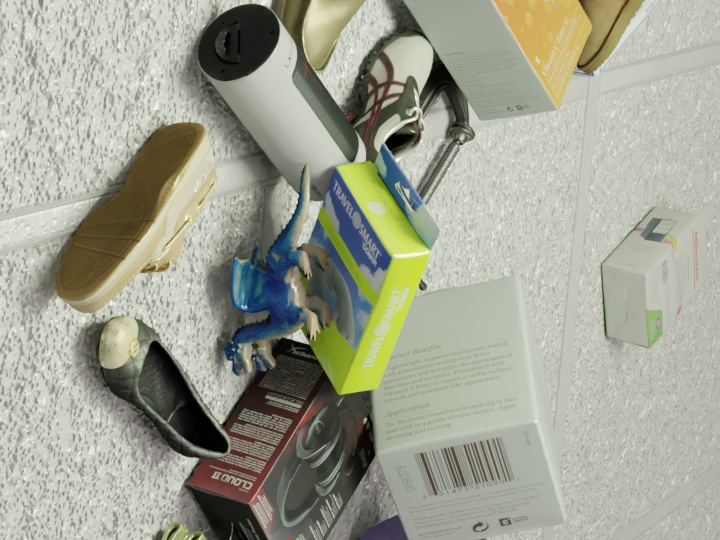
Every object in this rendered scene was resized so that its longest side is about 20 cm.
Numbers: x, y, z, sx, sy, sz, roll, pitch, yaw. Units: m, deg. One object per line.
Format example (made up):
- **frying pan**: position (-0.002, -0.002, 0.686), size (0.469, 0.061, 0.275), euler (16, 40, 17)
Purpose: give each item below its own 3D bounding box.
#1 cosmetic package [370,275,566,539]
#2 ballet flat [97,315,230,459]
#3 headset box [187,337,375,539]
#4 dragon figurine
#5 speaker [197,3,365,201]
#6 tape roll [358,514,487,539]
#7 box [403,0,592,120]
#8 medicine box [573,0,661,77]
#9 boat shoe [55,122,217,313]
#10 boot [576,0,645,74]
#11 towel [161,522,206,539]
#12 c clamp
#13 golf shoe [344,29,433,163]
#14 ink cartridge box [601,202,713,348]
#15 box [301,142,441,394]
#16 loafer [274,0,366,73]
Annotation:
- **cosmetic package**: position (0.105, 0.143, 1.920), size (0.201, 0.163, 0.166), euler (-92, 167, -45)
- **ballet flat**: position (-0.166, 0.098, 1.634), size (0.067, 0.056, 0.200), euler (-64, 147, -22)
- **headset box**: position (-0.073, 0.190, 1.807), size (0.201, 0.077, 0.149), euler (-58, 145, -31)
- **dragon figurine**: position (-0.081, 0.007, 1.711), size (0.059, 0.099, 0.202), euler (-46, 136, -59)
- **speaker**: position (-0.068, -0.145, 1.680), size (0.082, 0.081, 0.200), euler (-64, 147, -20)
- **tape roll**: position (0.071, 0.358, 1.988), size (0.085, 0.199, 0.201), euler (44, 64, -56)
- **box**: position (0.132, -0.265, 1.888), size (0.200, 0.097, 0.125), euler (53, 48, -35)
- **medicine box**: position (0.247, -0.346, 2.095), size (0.182, 0.102, 0.201), euler (-47, 139, -39)
- **boat shoe**: position (-0.172, -0.032, 1.557), size (0.201, 0.073, 0.069), euler (-56, 138, -32)
- **boot**: position (0.191, -0.309, 1.962), size (0.066, 0.199, 0.176), euler (-74, -169, -46)
- **towel**: position (-0.172, 0.340, 1.741), size (0.149, 0.036, 0.201), euler (-51, 140, -37)
- **c clamp**: position (0.067, -0.108, 1.974), size (0.201, 0.027, 0.171), euler (-62, 142, -20)
- **golf shoe**: position (0.033, -0.150, 1.839), size (0.201, 0.088, 0.077), euler (-58, 143, -31)
- **ink cartridge box**: position (0.391, -0.003, 2.504), size (0.200, 0.067, 0.118), euler (-41, 134, -43)
- **box**: position (0.000, 0.000, 1.722), size (0.047, 0.122, 0.201), euler (-8, 138, -30)
- **loafer**: position (-0.019, -0.265, 1.723), size (0.076, 0.067, 0.202), euler (32, 74, -58)
